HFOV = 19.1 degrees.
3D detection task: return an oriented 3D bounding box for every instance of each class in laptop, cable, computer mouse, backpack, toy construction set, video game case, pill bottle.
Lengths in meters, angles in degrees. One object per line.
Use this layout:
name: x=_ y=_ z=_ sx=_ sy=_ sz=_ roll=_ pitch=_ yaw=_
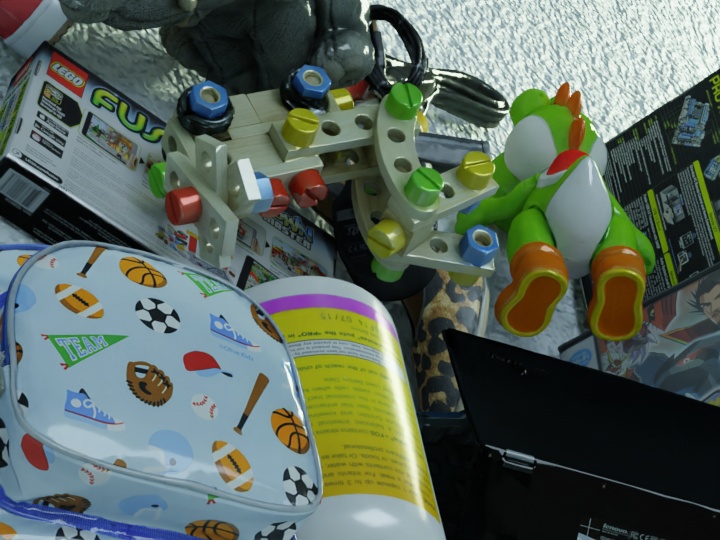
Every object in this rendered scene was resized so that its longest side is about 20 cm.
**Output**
laptop: x=0.122 y=0.140 z=1.064 sx=0.187 sy=0.116 sz=0.200 roll=16 pitch=77 yaw=-12
cable: x=0.028 y=-0.114 z=1.401 sx=0.097 sy=0.050 sz=0.200 roll=36 pitch=15 yaw=17
computer mouse: x=0.017 y=-0.066 z=1.208 sx=0.034 sy=0.059 sz=0.200 roll=56 pitch=29 yaw=-53
backpack: x=-0.114 y=0.073 z=0.886 sx=0.200 sy=0.154 sz=0.191 roll=22 pitch=28 yaw=-31
toy construction set: x=-0.029 y=-0.044 z=1.091 sx=0.200 sy=0.092 sz=0.131 roll=-3 pitch=53 yaw=-42
video game case: x=0.205 y=0.066 z=1.231 sx=0.026 sy=0.200 sz=0.181 roll=46 pitch=27 yaw=-29
pill bottle: x=-0.018 y=0.106 z=0.998 sx=0.104 sy=0.104 sz=0.200 roll=24 pitch=37 yaw=-34

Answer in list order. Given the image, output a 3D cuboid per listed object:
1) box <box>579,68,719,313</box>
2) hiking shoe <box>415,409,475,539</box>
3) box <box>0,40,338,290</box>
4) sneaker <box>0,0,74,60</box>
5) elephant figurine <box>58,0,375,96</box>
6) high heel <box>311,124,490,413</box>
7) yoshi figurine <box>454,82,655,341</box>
box: x=0.217 y=-0.028 z=1.390 sx=0.044 sy=0.160 sz=0.200 roll=40 pitch=28 yaw=-35
hiking shoe: x=0.073 y=0.106 z=1.150 sx=0.200 sy=0.074 sz=0.087 roll=7 pitch=13 yaw=-26
box: x=-0.101 y=-0.026 z=1.118 sx=0.200 sy=0.035 sz=0.110 roll=34 pitch=32 yaw=-20
sneaker: x=-0.189 y=-0.209 z=1.190 sx=0.112 sy=0.071 sz=0.200 roll=39 pitch=33 yaw=-19
elephant figurine: x=-0.075 y=-0.175 z=1.170 sx=0.200 sy=0.141 sz=0.155 roll=49 pitch=18 yaw=-51
high heel: x=0.000 y=0.000 z=1.219 sx=0.142 sy=0.071 sz=0.200 roll=8 pitch=59 yaw=-8
yoshi figurine: x=0.119 y=-0.028 z=1.334 sx=0.112 sy=0.112 sz=0.200 roll=48 pitch=24 yaw=-33
